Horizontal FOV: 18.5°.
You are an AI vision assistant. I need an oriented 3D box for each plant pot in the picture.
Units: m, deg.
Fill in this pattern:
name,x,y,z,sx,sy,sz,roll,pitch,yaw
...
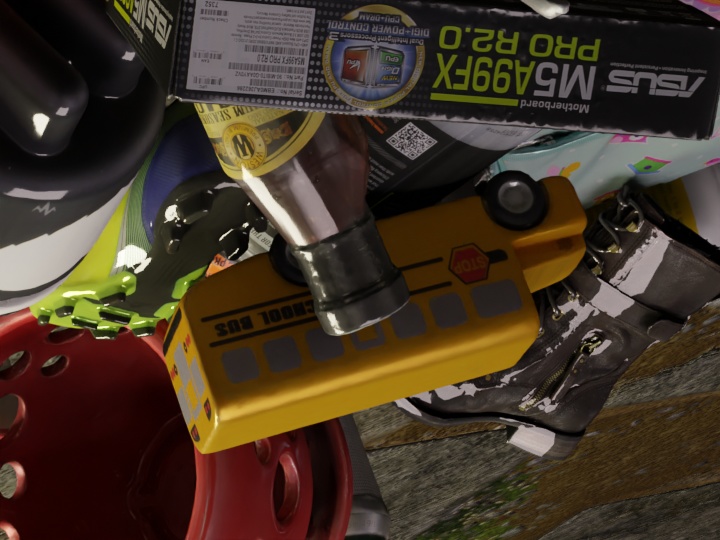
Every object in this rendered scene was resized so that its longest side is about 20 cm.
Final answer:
name,x,y,z,sx,sy,sz,roll,pitch,yaw
plant pot,-0.118,0.118,1.204,0.200,0.201,0.182,-28,161,20

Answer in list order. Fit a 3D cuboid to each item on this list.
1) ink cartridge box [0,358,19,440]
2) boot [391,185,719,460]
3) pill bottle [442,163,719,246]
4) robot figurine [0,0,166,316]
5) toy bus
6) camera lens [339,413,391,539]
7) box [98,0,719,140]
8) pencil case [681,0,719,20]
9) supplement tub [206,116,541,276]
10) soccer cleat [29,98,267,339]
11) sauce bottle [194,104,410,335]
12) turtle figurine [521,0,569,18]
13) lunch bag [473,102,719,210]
name,x,y,z,sx,sy,sz,roll,pitch,yaw
ink cartridge box,-0.313,0.100,1.267,0.200,0.084,0.145,-30,163,28
boot,0.108,0.017,1.275,0.200,0.069,0.174,20,121,-35
pill bottle,0.160,-0.033,1.365,0.200,0.111,0.111,-20,161,-4
robot figurine,-0.155,-0.057,0.947,0.150,0.125,0.200,-2,155,-26
toy bus,0.011,0.017,1.017,0.200,0.078,0.065,-15,161,-19
camera lens,-0.081,0.114,1.380,0.160,0.200,0.160,-19,161,-7
box,0.014,-0.095,0.817,0.200,0.044,0.160,3,-163,-18
pencil case,0.104,-0.159,1.005,0.087,0.088,0.200,-33,157,34
supplement tub,-0.006,-0.076,1.056,0.122,0.123,0.200,1,151,-48
soccer cleat,-0.098,-0.028,1.037,0.065,0.084,0.200,9,154,-30
sauce bottle,-0.035,-0.070,0.924,0.066,0.200,0.066,-24,-169,5
turtle figurine,0.051,-0.161,0.806,0.144,0.200,0.194,-54,-170,-11
lunch bag,0.149,-0.101,1.218,0.200,0.077,0.160,-20,161,-1
